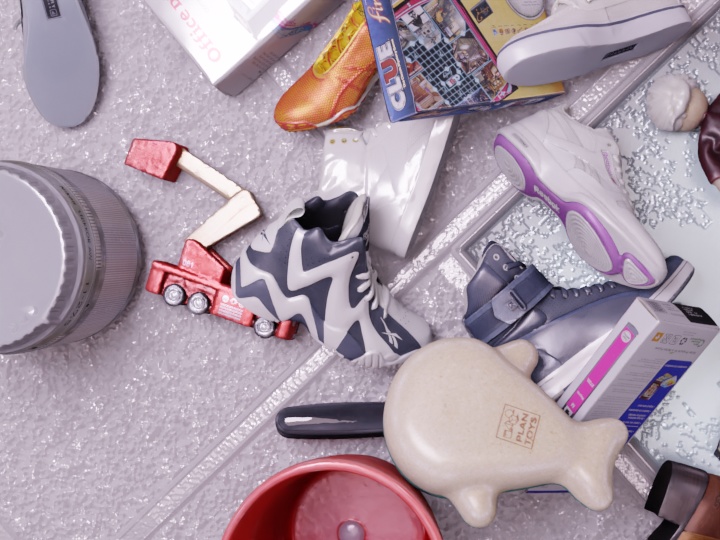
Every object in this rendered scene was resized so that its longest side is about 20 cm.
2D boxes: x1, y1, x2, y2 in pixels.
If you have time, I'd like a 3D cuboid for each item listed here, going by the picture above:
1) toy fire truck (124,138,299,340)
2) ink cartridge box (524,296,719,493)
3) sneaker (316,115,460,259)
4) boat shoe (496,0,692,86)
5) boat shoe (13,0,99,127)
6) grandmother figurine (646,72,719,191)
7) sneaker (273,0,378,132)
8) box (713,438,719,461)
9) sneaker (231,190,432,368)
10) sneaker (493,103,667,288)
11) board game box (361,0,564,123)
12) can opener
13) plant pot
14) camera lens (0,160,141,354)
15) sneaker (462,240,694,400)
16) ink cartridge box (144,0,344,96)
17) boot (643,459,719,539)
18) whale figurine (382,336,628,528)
[{"bbox_3d":[-0.133,-0.030,1.101,0.197,0.049,0.143,18,91,5],"label":"toy fire truck"},{"bbox_3d":[0.217,0.112,1.025,0.037,0.094,0.202,51,121,39],"label":"ink cartridge box"},{"bbox_3d":[0.026,-0.126,1.070,0.114,0.074,0.203,21,89,9],"label":"sneaker"},{"bbox_3d":[0.194,-0.215,1.024,0.197,0.071,0.071,-19,77,-21],"label":"boat shoe"},{"bbox_3d":[-0.287,-0.237,1.105,0.072,0.068,0.202,-13,114,-4],"label":"boat shoe"},{"bbox_3d":[0.341,-0.113,1.044,0.198,0.061,0.122,28,67,8],"label":"grandmother figurine"},{"bbox_3d":[-0.003,-0.200,1.063,0.199,0.077,0.073,-40,42,-1],"label":"sneaker"},{"bbox_3d":[0.434,0.132,1.041,0.197,0.044,0.162,24,93,6],"label":"box"},{"bbox_3d":[0.000,0.000,1.028,0.197,0.080,0.130,27,121,-16],"label":"sneaker"},{"bbox_3d":[0.204,-0.073,1.023,0.099,0.075,0.201,-30,62,-16],"label":"sneaker"},{"bbox_3d":[0.088,-0.204,1.011,0.034,0.198,0.138,-14,89,47],"label":"board game box"},{"bbox_3d":[0.020,0.132,1.079,0.196,0.064,0.080,-8,67,2],"label":"can opener"},{"bbox_3d":[-0.014,0.246,1.026,0.196,0.177,0.204,0,93,7],"label":"plant pot"},{"bbox_3d":[-0.290,-0.012,1.043,0.157,0.200,0.163,0,91,7],"label":"camera lens"},{"bbox_3d":[0.183,0.013,1.053,0.201,0.077,0.147,-36,79,-4],"label":"sneaker"},{"bbox_3d":[-0.094,-0.279,1.075,0.199,0.086,0.148,-40,87,4],"label":"ink cartridge box"},{"bbox_3d":[0.331,0.287,1.060,0.197,0.068,0.191,22,86,-2],"label":"boot"},{"bbox_3d":[0.116,0.137,0.985,0.197,0.104,0.161,15,70,6],"label":"whale figurine"}]
